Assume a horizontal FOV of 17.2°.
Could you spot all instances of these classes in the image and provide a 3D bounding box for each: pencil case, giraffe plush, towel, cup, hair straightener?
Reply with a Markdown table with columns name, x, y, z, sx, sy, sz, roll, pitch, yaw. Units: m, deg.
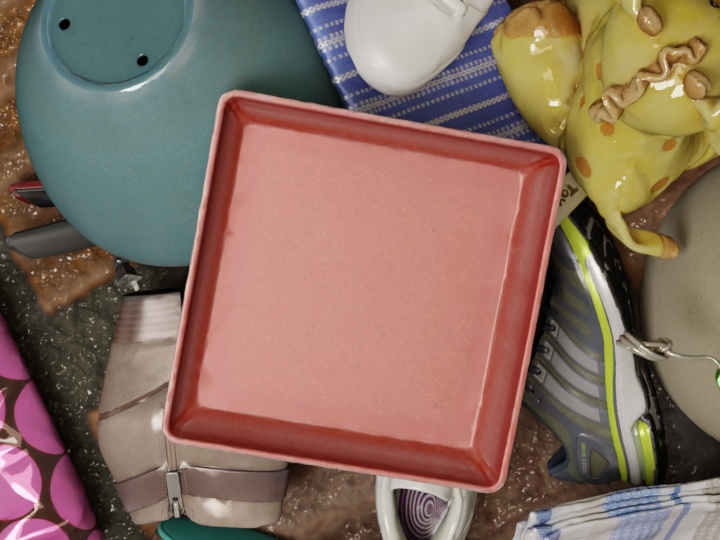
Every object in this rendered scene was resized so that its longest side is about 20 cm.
| name | x | y | z | sx | sy | sz | roll | pitch | yaw |
| --- | --- | --- | --- | --- | --- | --- | --- | --- | --- |
| pencil case | -0.241 | 0.102 | 1.484 | 0.093 | 0.091 | 0.201 | -29 | 93 | -28 |
| giraffe plush | 0.167 | -0.117 | 1.349 | 0.172 | 0.162 | 0.201 | 29 | 65 | -3 |
| towel | 0.035 | -0.146 | 1.406 | 0.144 | 0.024 | 0.201 | -22 | 85 | -35 |
| cup | 0.268 | 0.030 | 1.407 | 0.199 | 0.143 | 0.202 | 1 | 98 | 4 |
| hair straightener | -0.125 | -0.022 | 1.448 | 0.199 | 0.041 | 0.077 | -3 | 71 | 18 |
| towel | 0.169 | 0.180 | 1.417 | 0.199 | 0.024 | 0.147 | -8 | 136 | -23 |

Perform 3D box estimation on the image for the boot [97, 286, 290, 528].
| name | x | y | z | sx | sy | sz | roll | pitch | yaw |
| --- | --- | --- | --- | --- | --- | --- | --- | --- | --- |
| boot | -0.063 | 0.081 | 1.435 | 0.199 | 0.070 | 0.147 | -4 | 97 | 13 |

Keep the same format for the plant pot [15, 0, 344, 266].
| name | x | y | z | sx | sy | sz | roll | pitch | yaw |
| --- | --- | --- | --- | --- | --- | --- | --- | --- | --- |
| plant pot | -0.120 | -0.120 | 1.381 | 0.199 | 0.135 | 0.201 | -5 | 69 | 13 |

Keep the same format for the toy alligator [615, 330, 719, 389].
| name | x | y | z | sx | sy | sz | roll | pitch | yaw |
| --- | --- | --- | --- | --- | --- | --- | --- | --- | --- |
| toy alligator | 0.242 | 0.053 | 1.309 | 0.199 | 0.059 | 0.055 | 22 | 98 | 1 |

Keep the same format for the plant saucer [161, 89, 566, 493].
| name | x | y | z | sx | sy | sz | roll | pitch | yaw |
| --- | --- | --- | --- | --- | --- | --- | --- | --- | --- |
| plant saucer | 0.000 | 0.011 | 1.340 | 0.199 | 0.037 | 0.201 | 9 | 97 | -9 |

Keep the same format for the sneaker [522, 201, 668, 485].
| name | x | y | z | sx | sy | sz | roll | pitch | yaw |
| --- | --- | --- | --- | --- | --- | --- | --- | --- | --- |
| sneaker | 0.128 | 0.047 | 1.447 | 0.080 | 0.074 | 0.201 | -12 | 105 | 12 |

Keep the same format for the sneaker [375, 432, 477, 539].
| name | x | y | z | sx | sy | sz | roll | pitch | yaw |
| --- | --- | --- | --- | --- | --- | --- | --- | --- | --- |
| sneaker | 0.050 | 0.086 | 1.411 | 0.074 | 0.100 | 0.201 | 6 | 96 | 5 |

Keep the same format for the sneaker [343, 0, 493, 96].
| name | x | y | z | sx | sy | sz | roll | pitch | yaw |
| --- | --- | --- | --- | --- | --- | --- | --- | --- | --- |
| sneaker | 0.066 | -0.187 | 1.374 | 0.075 | 0.088 | 0.200 | 43 | 64 | -13 |

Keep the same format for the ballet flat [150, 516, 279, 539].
| name | x | y | z | sx | sy | sz | roll | pitch | yaw |
| --- | --- | --- | --- | --- | --- | --- | --- | --- | --- |
| ballet flat | -0.037 | 0.207 | 1.494 | 0.199 | 0.068 | 0.069 | 10 | 111 | 3 |
